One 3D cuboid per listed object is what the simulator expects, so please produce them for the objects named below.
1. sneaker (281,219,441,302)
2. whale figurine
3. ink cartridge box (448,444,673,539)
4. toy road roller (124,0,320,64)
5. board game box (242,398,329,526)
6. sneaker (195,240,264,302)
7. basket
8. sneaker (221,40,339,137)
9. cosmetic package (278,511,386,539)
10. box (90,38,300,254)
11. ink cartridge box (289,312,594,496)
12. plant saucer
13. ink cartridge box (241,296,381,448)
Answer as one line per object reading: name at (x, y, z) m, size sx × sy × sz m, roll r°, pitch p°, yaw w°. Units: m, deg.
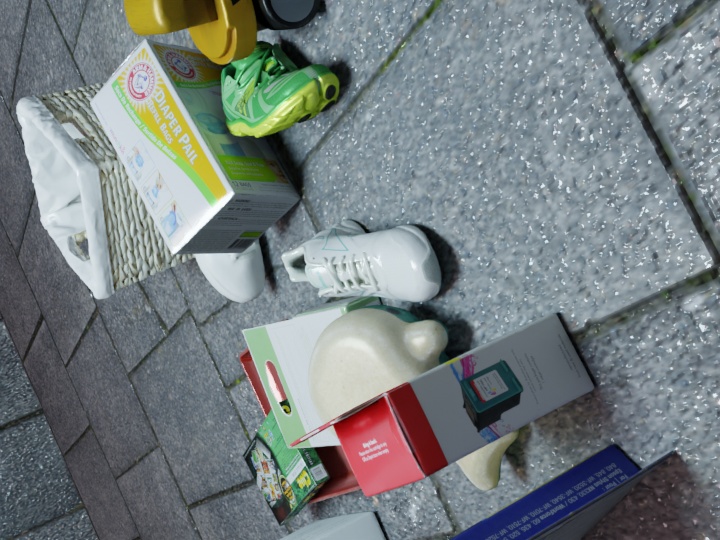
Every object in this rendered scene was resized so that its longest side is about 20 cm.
sneaker at (0.000, 0.000, 1.015) m, size 0.200 × 0.080 × 0.071 m, roll 7°, pitch 114°, yaw 59°
whale figurine at (0.052, 0.109, 1.002) m, size 0.200 × 0.104 × 0.159 m, roll 27°, pitch 116°, yaw 22°
ink cartridge box at (0.108, 0.201, 0.831) m, size 0.047 × 0.197 × 0.200 m, roll 54°, pitch 150°, yaw 24°
toy road roller at (-0.135, -0.278, 0.976) m, size 0.123 × 0.146 × 0.200 m, roll 16°, pitch 124°, yaw 58°
board game box at (-0.092, 0.233, 1.353) m, size 0.105 × 0.023 × 0.200 m, roll 62°, pitch 154°, yaw 16°
sneaker at (-0.142, -0.060, 1.255) m, size 0.088 × 0.075 × 0.200 m, roll -5°, pitch 104°, yaw 51°
basket at (-0.308, -0.113, 1.417) m, size 0.198 × 0.161 × 0.200 m, roll 43°, pitch 146°, yaw 40°
sneaker at (-0.088, -0.171, 1.053) m, size 0.200 × 0.074 × 0.084 m, roll 5°, pitch 119°, yaw 62°
cosmetic package at (-0.054, 0.396, 1.325) m, size 0.168 × 0.166 × 0.200 m, roll 65°, pitch 155°, yaw 6°
box at (-0.172, -0.125, 1.167) m, size 0.101 × 0.112 × 0.200 m, roll -41°, pitch 70°, yaw 27°
ink cartridge box at (0.059, 0.109, 0.848) m, size 0.067 × 0.200 × 0.116 m, roll 64°, pitch 154°, yaw 8°
plant saucer at (-0.060, 0.161, 1.302) m, size 0.200 × 0.037 × 0.200 m, roll 65°, pitch 154°, yaw 7°
ink cartridge box at (-0.032, 0.108, 1.162) m, size 0.200 × 0.048 × 0.146 m, roll -14°, pitch 98°, yaw 55°
